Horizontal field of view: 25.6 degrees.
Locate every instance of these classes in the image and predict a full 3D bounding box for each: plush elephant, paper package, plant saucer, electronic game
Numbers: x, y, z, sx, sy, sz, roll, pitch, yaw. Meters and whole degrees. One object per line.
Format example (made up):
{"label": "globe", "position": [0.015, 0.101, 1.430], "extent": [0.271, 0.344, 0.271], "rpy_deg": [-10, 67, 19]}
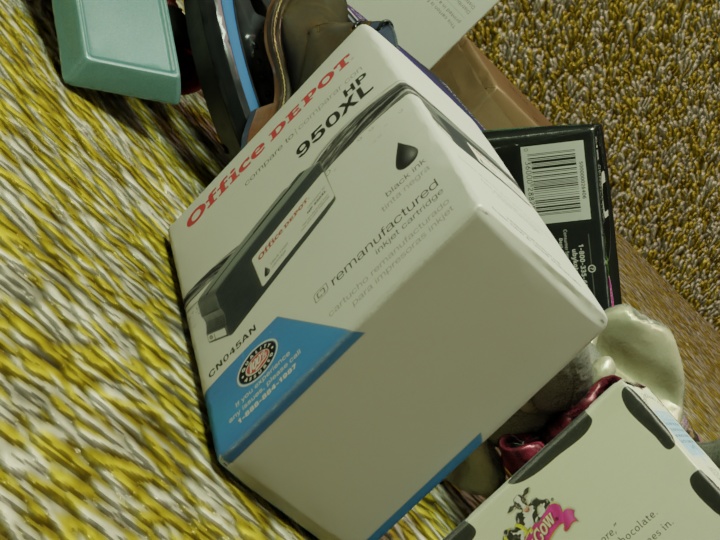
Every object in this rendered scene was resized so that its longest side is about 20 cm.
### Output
{"label": "plush elephant", "position": [0.110, 0.085, 0.780], "extent": [0.156, 0.164, 0.200], "rpy_deg": [64, -13, 15]}
{"label": "paper package", "position": [0.173, -0.167, 1.971], "extent": [0.200, 0.103, 0.191], "rpy_deg": [42, 14, -26]}
{"label": "plant saucer", "position": [-0.142, -0.183, 0.881], "extent": [0.069, 0.019, 0.201], "rpy_deg": [7, 55, -34]}
{"label": "electronic game", "position": [-0.057, -0.116, 0.957], "extent": [0.200, 0.041, 0.202], "rpy_deg": [-16, 90, -79]}

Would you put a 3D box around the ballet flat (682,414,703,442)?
{"label": "ballet flat", "position": [0.237, 0.148, 1.267], "extent": [0.200, 0.069, 0.071], "rpy_deg": [47, 31, -1]}

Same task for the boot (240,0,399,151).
{"label": "boot", "position": [-0.002, -0.110, 0.892], "extent": [0.201, 0.096, 0.075], "rpy_deg": [-83, 153, -43]}

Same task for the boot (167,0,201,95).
{"label": "boot", "position": [-0.129, -0.166, 0.975], "extent": [0.144, 0.072, 0.200], "rpy_deg": [48, 20, 5]}

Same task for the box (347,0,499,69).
{"label": "box", "position": [-0.006, -0.266, 1.414], "extent": [0.199, 0.200, 0.131], "rpy_deg": [42, 13, -21]}

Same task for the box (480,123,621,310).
{"label": "box", "position": [0.092, -0.011, 0.961], "extent": [0.200, 0.123, 0.150], "rpy_deg": [-29, 114, -79]}

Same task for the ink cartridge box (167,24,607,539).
{"label": "ink cartridge box", "position": [0.000, 0.000, 0.686], "extent": [0.084, 0.145, 0.200], "rpy_deg": [39, 13, -28]}

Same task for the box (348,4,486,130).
{"label": "box", "position": [0.029, -0.093, 1.201], "extent": [0.148, 0.104, 0.200], "rpy_deg": [52, 13, 26]}

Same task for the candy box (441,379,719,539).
{"label": "candy box", "position": [0.119, 0.161, 0.600], "extent": [0.200, 0.136, 0.061], "rpy_deg": [51, 11, 17]}
